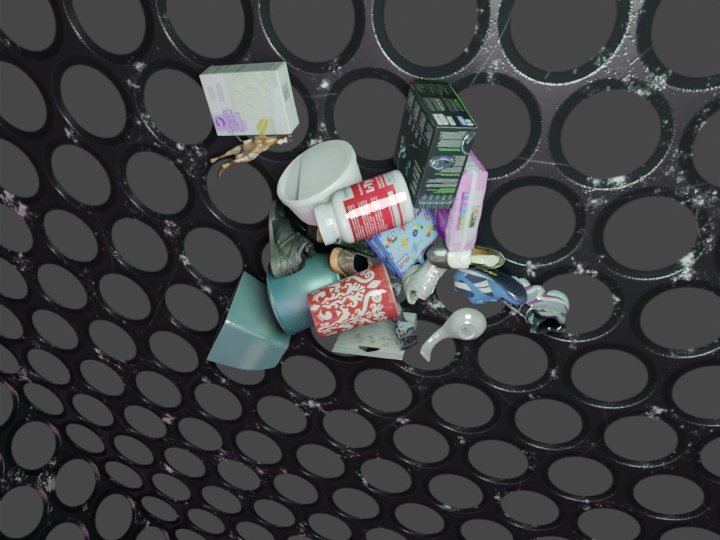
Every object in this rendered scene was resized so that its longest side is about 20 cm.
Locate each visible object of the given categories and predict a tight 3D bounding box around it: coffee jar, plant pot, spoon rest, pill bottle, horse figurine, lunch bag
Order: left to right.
[{"bbox_3d":[-0.269,-0.280,1.463,0.197,0.132,0.051,-19,101,41],"label":"horse figurine"},{"bbox_3d":[-0.298,0.167,1.776,0.196,0.200,0.197,24,133,-12],"label":"plant pot"},{"bbox_3d":[-0.119,0.042,1.611,0.183,0.202,0.204,-17,121,13],"label":"plant pot"},{"bbox_3d":[-0.037,-0.108,1.518,0.194,0.086,0.106,16,135,7],"label":"coffee jar"},{"bbox_3d":[0.005,-0.125,1.289,0.194,0.113,0.115,-19,124,-1],"label":"pill bottle"},{"bbox_3d":[0.097,-0.091,1.435,0.201,0.151,0.093,50,167,-29],"label":"lunch bag"},{"bbox_3d":[0.246,0.167,1.655,0.198,0.061,0.100,-35,112,23],"label":"spoon rest"}]

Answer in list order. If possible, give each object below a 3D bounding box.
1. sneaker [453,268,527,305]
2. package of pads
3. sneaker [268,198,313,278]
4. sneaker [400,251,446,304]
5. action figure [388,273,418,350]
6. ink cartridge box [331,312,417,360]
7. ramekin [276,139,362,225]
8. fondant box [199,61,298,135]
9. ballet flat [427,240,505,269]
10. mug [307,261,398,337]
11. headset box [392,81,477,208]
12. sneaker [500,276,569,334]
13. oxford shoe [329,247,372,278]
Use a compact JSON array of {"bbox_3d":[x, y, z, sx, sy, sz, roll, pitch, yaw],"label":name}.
[{"bbox_3d":[0.305,0.044,1.474,0.197,0.073,0.085,28,116,36],"label":"sneaker"},{"bbox_3d":[0.215,-0.158,1.355,0.073,0.122,0.204,-6,130,-11],"label":"package of pads"},{"bbox_3d":[-0.173,-0.086,1.548,0.110,0.205,0.077,-9,156,1],"label":"sneaker"},{"bbox_3d":[0.176,0.012,1.517,0.073,0.102,0.200,16,142,-29],"label":"sneaker"},{"bbox_3d":[0.085,0.099,1.591,0.067,0.203,0.132,-13,147,-21],"label":"action figure"},{"bbox_3d":[0.040,0.178,1.653,0.194,0.178,0.046,4,130,18],"label":"ink cartridge box"},{"bbox_3d":[-0.085,-0.192,1.404,0.197,0.206,0.095,-10,135,27],"label":"ramekin"},{"bbox_3d":[-0.249,-0.385,1.400,0.194,0.059,0.147,4,128,20],"label":"fondant box"},{"bbox_3d":[0.250,-0.034,1.423,0.194,0.068,0.070,-1,102,-24],"label":"ballet flat"},{"bbox_3d":[-0.016,0.092,1.484,0.194,0.135,0.180,-18,134,-2],"label":"mug"},{"bbox_3d":[0.144,-0.248,1.265,0.090,0.177,0.204,-2,133,-16],"label":"headset box"},{"bbox_3d":[0.397,0.094,1.471,0.194,0.141,0.079,12,132,11],"label":"sneaker"},{"bbox_3d":[0.000,0.000,1.545,0.071,0.074,0.199,5,168,30],"label":"oxford shoe"}]
